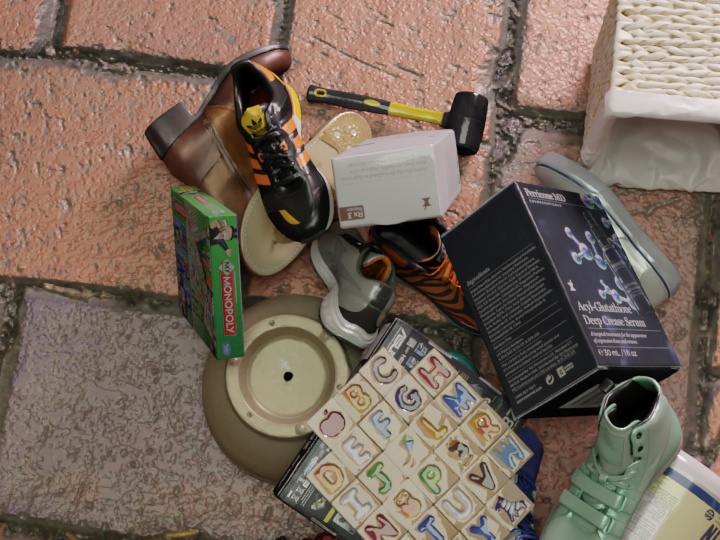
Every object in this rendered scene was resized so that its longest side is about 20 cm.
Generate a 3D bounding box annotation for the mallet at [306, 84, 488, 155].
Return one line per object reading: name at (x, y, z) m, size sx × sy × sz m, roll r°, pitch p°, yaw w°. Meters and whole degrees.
mallet at (0.042, -0.184, 1.360) m, size 0.199 × 0.041 × 0.066 m, roll 19°, pitch 79°, yaw 10°

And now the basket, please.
basket at (0.331, -0.184, 1.270) m, size 0.199 × 0.198 × 0.161 m, roll 4°, pitch 74°, yaw 3°

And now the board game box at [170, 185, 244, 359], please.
board game box at (-0.152, -0.003, 1.224) m, size 0.029 × 0.200 × 0.135 m, roll -5°, pitch 103°, yaw -17°

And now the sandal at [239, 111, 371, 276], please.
sandal at (-0.048, -0.089, 1.294) m, size 0.078 × 0.070 × 0.212 m, roll 42°, pitch 66°, yaw -16°

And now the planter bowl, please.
planter bowl at (-0.069, 0.113, 1.249) m, size 0.199 × 0.135 × 0.201 m, roll 0°, pitch 78°, yaw 2°

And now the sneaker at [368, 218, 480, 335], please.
sneaker at (0.094, 0.004, 1.277) m, size 0.199 × 0.112 × 0.078 m, roll 25°, pitch 80°, yaw 7°

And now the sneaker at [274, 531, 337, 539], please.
sneaker at (-0.021, 0.296, 1.229) m, size 0.200 × 0.071 × 0.098 m, roll -23°, pitch 86°, yaw 15°

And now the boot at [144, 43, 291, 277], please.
boot at (-0.100, -0.122, 1.336) m, size 0.188 × 0.068 × 0.200 m, roll -38°, pitch 86°, yaw -19°

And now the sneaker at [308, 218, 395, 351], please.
sneaker at (0.000, 0.000, 1.254) m, size 0.074 × 0.200 × 0.079 m, roll 30°, pitch 111°, yaw -23°

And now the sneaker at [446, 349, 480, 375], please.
sneaker at (0.090, 0.178, 1.258) m, size 0.077 × 0.080 × 0.201 m, roll 5°, pitch 78°, yaw 2°

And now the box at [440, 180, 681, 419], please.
box at (0.192, 0.030, 1.203) m, size 0.107 × 0.148 × 0.201 m, roll -39°, pitch 62°, yaw 35°

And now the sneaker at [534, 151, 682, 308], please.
sneaker at (0.245, -0.037, 1.301) m, size 0.071 × 0.073 × 0.200 m, roll -41°, pitch 80°, yaw -11°

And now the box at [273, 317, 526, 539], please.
box at (0.039, 0.169, 1.164) m, size 0.161 × 0.049 × 0.200 m, roll 35°, pitch 80°, yaw -5°

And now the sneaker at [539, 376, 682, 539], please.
sneaker at (0.207, 0.182, 1.099) m, size 0.074 × 0.118 × 0.201 m, roll 25°, pitch 68°, yaw 37°

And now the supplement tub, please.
supplement tub at (0.258, 0.270, 1.200) m, size 0.145 × 0.145 × 0.200 m, roll 34°, pitch 81°, yaw 8°

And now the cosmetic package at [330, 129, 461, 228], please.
cosmetic package at (0.040, -0.094, 1.238) m, size 0.101 × 0.200 × 0.074 m, roll -7°, pitch 98°, yaw 10°

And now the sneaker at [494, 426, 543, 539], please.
sneaker at (0.143, 0.249, 1.183) m, size 0.081 × 0.115 × 0.200 m, roll 44°, pitch 64°, yaw -32°

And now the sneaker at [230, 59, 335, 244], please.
sneaker at (-0.089, -0.120, 1.239) m, size 0.070 × 0.090 × 0.201 m, roll -26°, pitch 61°, yaw 15°

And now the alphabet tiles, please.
alphabet tiles at (0.054, 0.175, 1.129) m, size 0.166 × 0.006 × 0.200 m, roll -43°, pitch 87°, yaw -9°
